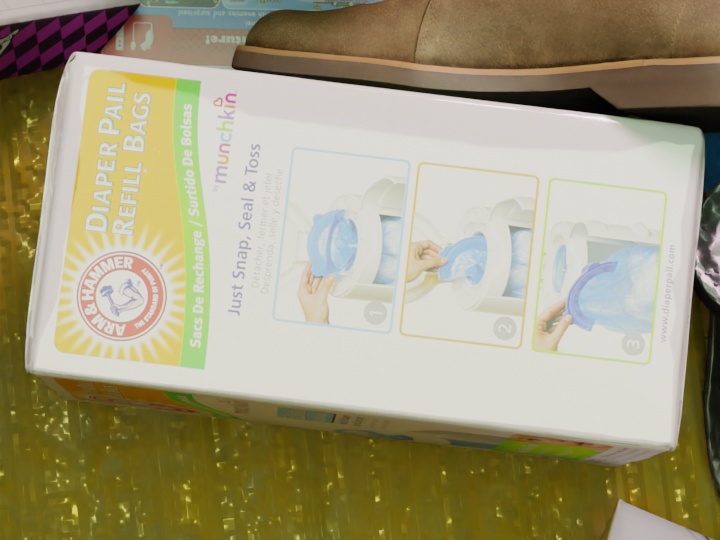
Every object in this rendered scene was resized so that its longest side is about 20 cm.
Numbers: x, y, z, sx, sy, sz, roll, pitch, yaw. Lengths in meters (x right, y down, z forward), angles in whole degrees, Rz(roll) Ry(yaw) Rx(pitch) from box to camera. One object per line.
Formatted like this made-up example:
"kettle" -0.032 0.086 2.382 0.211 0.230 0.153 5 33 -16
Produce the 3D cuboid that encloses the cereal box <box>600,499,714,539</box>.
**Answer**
"cereal box" 0.157 0.154 0.765 0.200 0.144 0.040 22 116 3

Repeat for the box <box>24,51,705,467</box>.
"box" 0.000 0.000 0.794 0.200 0.112 0.102 7 83 -2

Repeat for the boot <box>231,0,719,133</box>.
"boot" 0.053 -0.084 0.785 0.200 0.074 0.076 1 87 24

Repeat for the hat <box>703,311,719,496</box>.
"hat" 0.210 0.031 0.818 0.200 0.081 0.201 1 83 -4

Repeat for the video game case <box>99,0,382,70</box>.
"video game case" -0.018 -0.162 0.863 0.143 0.017 0.201 1 82 -3

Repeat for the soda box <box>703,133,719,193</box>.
"soda box" 0.094 -0.129 0.829 0.068 0.064 0.200 -33 90 -15

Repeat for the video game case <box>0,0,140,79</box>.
"video game case" -0.179 -0.128 0.758 0.181 0.200 0.036 46 113 7

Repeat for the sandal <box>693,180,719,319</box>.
"sandal" 0.193 0.028 0.754 0.200 0.048 0.075 26 77 8
